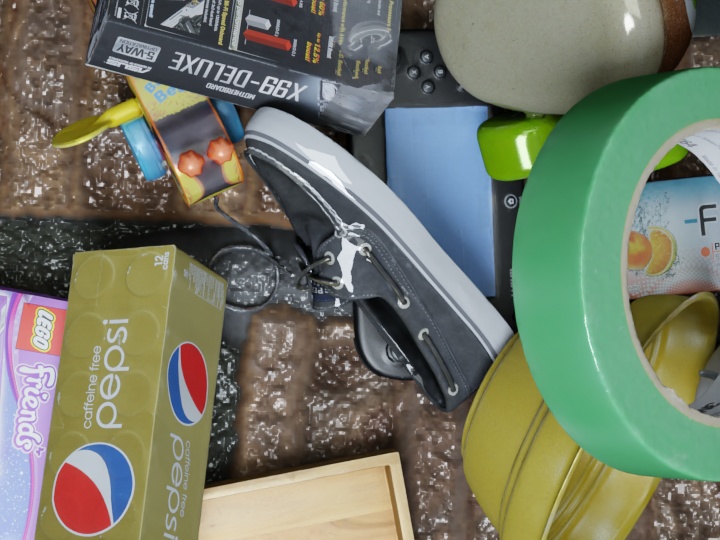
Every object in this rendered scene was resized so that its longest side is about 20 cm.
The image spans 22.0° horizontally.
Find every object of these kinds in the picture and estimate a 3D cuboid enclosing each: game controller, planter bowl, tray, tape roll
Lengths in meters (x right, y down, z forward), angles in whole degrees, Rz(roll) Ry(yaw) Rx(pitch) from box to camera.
[{"bbox_3d":[0.044,-0.038,1.061,0.104,0.042,0.201,-2,89,-6],"label":"game controller"},{"bbox_3d":[0.113,0.084,1.013,0.083,0.200,0.201,28,85,23],"label":"planter bowl"},{"bbox_3d":[-0.069,0.168,1.047,0.199,0.037,0.099,-10,90,-5],"label":"tray"},{"bbox_3d":[0.162,0.002,0.908,0.200,0.048,0.201,2,86,-40],"label":"tape roll"}]

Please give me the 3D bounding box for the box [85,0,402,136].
[{"bbox_3d":[-0.054,-0.186,1.000,0.157,0.050,0.201,13,63,-17],"label":"box"}]

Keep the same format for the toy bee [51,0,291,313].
[{"bbox_3d":[-0.090,-0.083,1.016,0.200,0.109,0.131,44,83,-3],"label":"toy bee"}]

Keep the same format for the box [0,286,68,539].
[{"bbox_3d":[-0.238,0.104,1.030,0.136,0.039,0.201,11,87,-5],"label":"box"}]

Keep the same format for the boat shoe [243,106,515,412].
[{"bbox_3d":[0.000,0.000,0.993,0.200,0.070,0.066,47,73,-24],"label":"boat shoe"}]

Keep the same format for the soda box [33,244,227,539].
[{"bbox_3d":[-0.124,0.091,0.994,0.068,0.064,0.201,-3,70,24],"label":"soda box"}]

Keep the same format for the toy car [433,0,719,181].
[{"bbox_3d":[0.154,-0.159,1.030,0.200,0.158,0.165,-26,108,-37],"label":"toy car"}]

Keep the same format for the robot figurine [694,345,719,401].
[{"bbox_3d":[0.265,0.099,1.032,0.200,0.113,0.170,46,43,-15],"label":"robot figurine"}]

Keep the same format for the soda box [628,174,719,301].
[{"bbox_3d":[0.223,-0.023,1.067,0.199,0.064,0.069,-6,89,-7],"label":"soda box"}]
